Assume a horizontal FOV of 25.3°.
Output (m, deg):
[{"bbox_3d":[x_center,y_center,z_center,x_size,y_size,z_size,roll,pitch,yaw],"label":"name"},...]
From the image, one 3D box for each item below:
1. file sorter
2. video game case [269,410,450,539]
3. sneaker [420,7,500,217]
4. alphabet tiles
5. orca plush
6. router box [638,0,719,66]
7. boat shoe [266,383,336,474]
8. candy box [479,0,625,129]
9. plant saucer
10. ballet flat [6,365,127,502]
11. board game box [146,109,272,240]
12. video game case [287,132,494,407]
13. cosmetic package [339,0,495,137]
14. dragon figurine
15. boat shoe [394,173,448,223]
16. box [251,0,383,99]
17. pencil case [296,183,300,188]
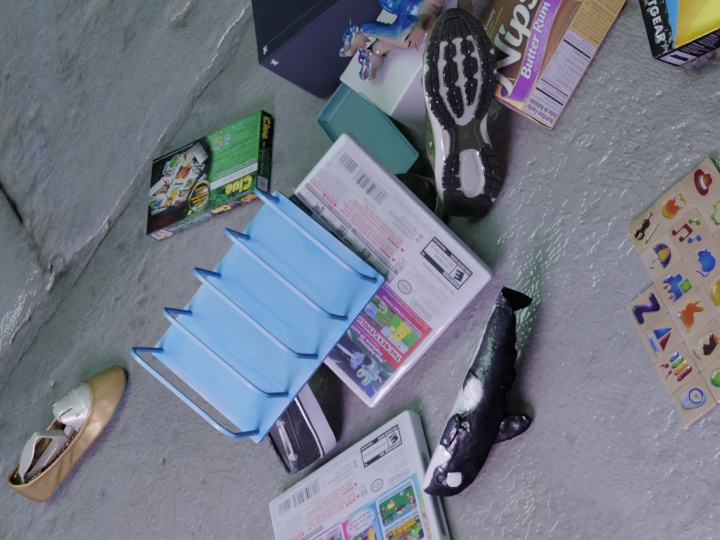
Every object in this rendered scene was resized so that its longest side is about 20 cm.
[{"bbox_3d":[-0.096,0.041,1.488,0.139,0.123,0.200,39,93,9],"label":"file sorter"},{"bbox_3d":[-0.001,0.259,1.534,0.200,0.024,0.183,-36,49,29],"label":"video game case"},{"bbox_3d":[0.084,-0.156,1.554,0.089,0.076,0.202,-138,42,-63],"label":"sneaker"},{"bbox_3d":[0.298,0.005,1.351,0.167,0.008,0.201,-43,46,25],"label":"alphabet tiles"},{"bbox_3d":[0.124,0.119,1.457,0.105,0.071,0.201,89,-157,-81],"label":"orca plush"},{"bbox_3d":[0.308,-0.303,1.417,0.149,0.051,0.202,-23,71,37],"label":"router box"},{"bbox_3d":[-0.100,0.109,1.587,0.068,0.200,0.073,-33,15,-20],"label":"boat shoe"},{"bbox_3d":[0.185,-0.251,1.552,0.117,0.056,0.201,38,99,48],"label":"candy box"},{"bbox_3d":[0.009,-0.138,1.697,0.070,0.019,0.200,-53,35,15],"label":"plant saucer"},{"bbox_3d":[-0.350,0.192,1.900,0.201,0.063,0.069,-56,43,11],"label":"ballet flat"},{"bbox_3d":[-0.180,-0.110,1.893,0.199,0.023,0.106,-18,57,41],"label":"board game box"},{"bbox_3d":[0.000,0.000,1.550,0.200,0.023,0.182,44,108,8],"label":"video game case"},{"bbox_3d":[0.081,-0.246,1.636,0.201,0.085,0.108,-57,43,11],"label":"cosmetic package"},{"bbox_3d":[0.055,-0.269,1.567,0.099,0.059,0.201,40,103,42],"label":"dragon figurine"},{"bbox_3d":[0.016,-0.008,1.601,0.074,0.073,0.201,19,86,49],"label":"boat shoe"},{"bbox_3d":[-0.020,-0.325,1.764,0.199,0.104,0.183,-32,50,33],"label":"box"},{"bbox_3d":[-0.057,0.007,1.668,0.089,0.077,0.201,10,79,61],"label":"pencil case"}]
